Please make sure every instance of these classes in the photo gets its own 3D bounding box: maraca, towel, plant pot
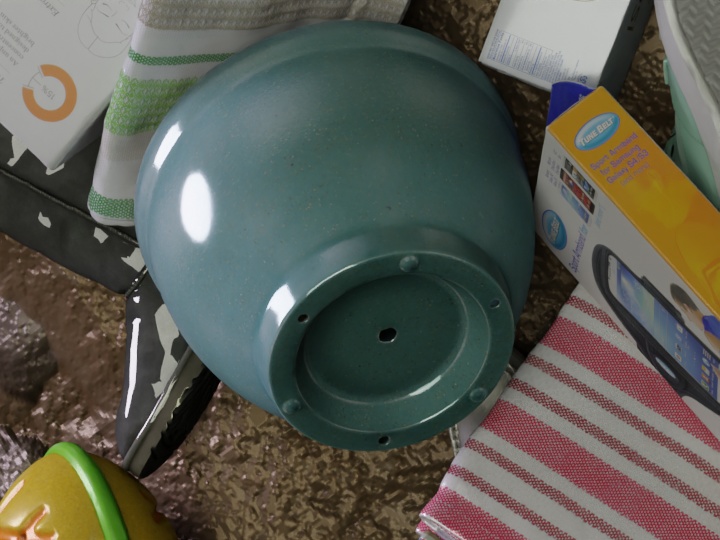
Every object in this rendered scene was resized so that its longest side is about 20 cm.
[{"bbox_3d":[-0.142,0.189,1.066,0.201,0.106,0.137,70,152,23],"label":"maraca"},{"bbox_3d":[0.139,0.089,0.985,0.146,0.030,0.200,33,75,12],"label":"towel"},{"bbox_3d":[0.000,0.000,0.949,0.199,0.134,0.201,-9,128,-11],"label":"plant pot"},{"bbox_3d":[-0.046,-0.102,0.969,0.031,0.149,0.200,57,141,32],"label":"towel"}]

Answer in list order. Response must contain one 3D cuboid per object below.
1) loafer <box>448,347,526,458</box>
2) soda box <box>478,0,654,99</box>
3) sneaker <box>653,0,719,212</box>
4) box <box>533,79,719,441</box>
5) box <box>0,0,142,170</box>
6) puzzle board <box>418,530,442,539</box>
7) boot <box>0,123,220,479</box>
[{"bbox_3d":[0.094,0.128,1.016,0.070,0.070,0.201,-28,86,18],"label":"loafer"},{"bbox_3d":[0.128,-0.185,0.978,0.063,0.068,0.201,24,102,15],"label":"soda box"},{"bbox_3d":[0.163,-0.096,0.944,0.073,0.118,0.202,-13,96,-12],"label":"sneaker"},{"bbox_3d":[0.145,0.001,0.937,0.041,0.119,0.200,-38,73,-13],"label":"box"},{"bbox_3d":[-0.124,-0.171,0.983,0.124,0.098,0.200,43,111,-2],"label":"box"},{"bbox_3d":[0.099,0.220,0.995,0.200,0.151,0.017,35,64,12],"label":"puzzle board"},{"bbox_3d":[-0.156,-0.007,1.086,0.199,0.073,0.183,26,89,7],"label":"boot"}]
